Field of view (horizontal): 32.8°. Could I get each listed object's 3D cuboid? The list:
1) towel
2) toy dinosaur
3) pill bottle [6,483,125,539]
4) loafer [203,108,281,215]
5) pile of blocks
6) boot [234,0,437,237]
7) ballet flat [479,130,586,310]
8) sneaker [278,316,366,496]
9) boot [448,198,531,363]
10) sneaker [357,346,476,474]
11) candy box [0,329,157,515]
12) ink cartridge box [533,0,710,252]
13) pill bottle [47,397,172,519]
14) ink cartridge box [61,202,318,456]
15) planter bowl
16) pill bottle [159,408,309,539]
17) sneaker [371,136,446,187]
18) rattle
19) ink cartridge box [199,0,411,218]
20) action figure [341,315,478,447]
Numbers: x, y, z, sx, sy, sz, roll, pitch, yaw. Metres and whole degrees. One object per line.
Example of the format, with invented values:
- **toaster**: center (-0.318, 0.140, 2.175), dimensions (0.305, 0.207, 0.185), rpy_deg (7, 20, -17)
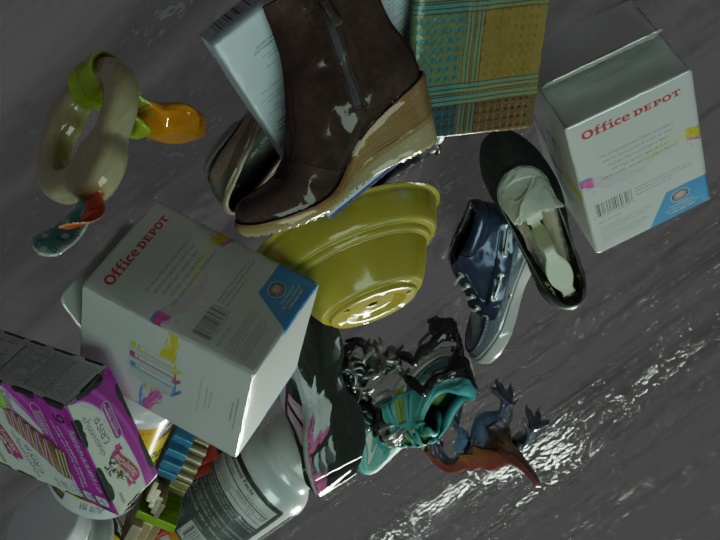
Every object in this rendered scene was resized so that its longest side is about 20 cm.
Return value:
- **towel**: center (0.102, -0.216, 1.056), dimensions (0.145, 0.022, 0.203), rpy_deg (-8, 116, -28)
- **toy dinosaur**: center (0.132, 0.205, 1.442), dimensions (0.104, 0.201, 0.182), rpy_deg (31, 127, -10)
- **pill bottle**: center (-0.309, 0.332, 1.397), dimensions (0.113, 0.115, 0.201), rpy_deg (-27, 136, 4)
- **loafer**: center (-0.070, -0.134, 1.099), dimensions (0.071, 0.063, 0.201), rpy_deg (21, 121, -34)
- **pile of blocks**: center (-0.193, 0.221, 1.322), dimensions (0.061, 0.082, 0.202), rpy_deg (24, 95, -13)
- **boot**: center (-0.045, -0.139, 0.998), dimensions (0.198, 0.072, 0.168), rpy_deg (-30, 111, -7)
- **ballet flat**: center (0.181, -0.048, 1.222), dimensions (0.067, 0.069, 0.202), rpy_deg (-27, 108, 7)
- **sneaker**: center (-0.053, 0.136, 1.308), dimensions (0.079, 0.086, 0.204), rpy_deg (-14, 103, -35)
- **boot**: center (0.128, 0.011, 1.321), dimensions (0.089, 0.073, 0.203), rpy_deg (7, 120, -18)
- **sneaker**: center (0.058, 0.174, 1.427), dimensions (0.077, 0.080, 0.200), rpy_deg (24, 119, -37)
- **candy box**: center (-0.296, 0.137, 1.152), dimensions (0.061, 0.198, 0.138), rpy_deg (-44, 131, -36)
- **ink cartridge box**: center (0.241, -0.146, 1.172), dimensions (0.127, 0.126, 0.201), rpy_deg (-24, 136, 1)
- **pill bottle**: center (-0.249, 0.154, 1.259), dimensions (0.108, 0.110, 0.202), rpy_deg (7, 128, -28)
- **ink cartridge box**: center (-0.162, 0.047, 1.126), dimensions (0.198, 0.129, 0.126), rpy_deg (27, 137, 10)
- **planter bowl**: center (0.000, 0.000, 1.182), dimensions (0.197, 0.085, 0.201), rpy_deg (-21, 163, -7)
- **pill bottle**: center (-0.131, 0.249, 1.393), dimensions (0.199, 0.117, 0.116), rpy_deg (-37, 134, 13)
- **sneaker**: center (0.041, -0.115, 1.157), dimensions (0.082, 0.072, 0.200), rpy_deg (25, 118, -39)
- **rattle**: center (-0.192, -0.073, 1.007), dimensions (0.129, 0.201, 0.143), rpy_deg (-33, 135, 10)
- **ink cartridge box**: center (-0.007, -0.180, 1.048), dimensions (0.196, 0.043, 0.201), rpy_deg (-39, 127, -7)
- **action figure**: center (0.023, 0.121, 1.345), dimensions (0.197, 0.102, 0.120), rpy_deg (-20, 120, 2)
